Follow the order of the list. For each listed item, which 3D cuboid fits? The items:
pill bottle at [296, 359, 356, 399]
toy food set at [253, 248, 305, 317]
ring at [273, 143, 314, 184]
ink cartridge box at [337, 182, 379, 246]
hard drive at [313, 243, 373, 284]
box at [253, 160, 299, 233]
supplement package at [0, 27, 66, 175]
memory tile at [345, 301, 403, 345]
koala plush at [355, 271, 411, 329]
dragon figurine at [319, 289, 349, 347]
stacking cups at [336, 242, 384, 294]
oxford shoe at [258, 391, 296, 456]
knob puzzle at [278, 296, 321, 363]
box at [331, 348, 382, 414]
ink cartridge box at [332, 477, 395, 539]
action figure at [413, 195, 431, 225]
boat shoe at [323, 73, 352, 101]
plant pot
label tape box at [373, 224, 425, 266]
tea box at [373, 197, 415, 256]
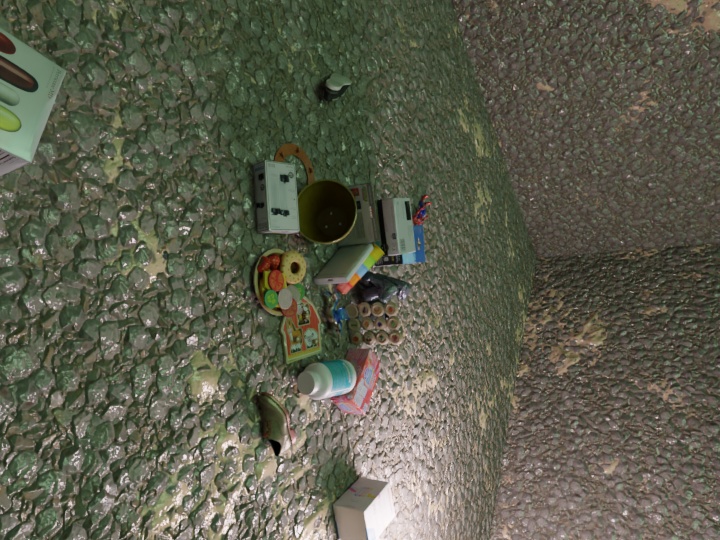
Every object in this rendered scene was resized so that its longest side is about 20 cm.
[{"bbox_3d":[-0.108,0.339,1.620,0.199,0.110,0.112,7,80,-57],"label":"pill bottle"},{"bbox_3d":[-0.232,0.036,1.517,0.199,0.048,0.200,8,78,-56],"label":"toy food set"},{"bbox_3d":[-0.201,-0.299,1.640,0.200,0.019,0.202,11,77,-56],"label":"ring"},{"bbox_3d":[-0.001,-0.194,1.794,0.084,0.174,0.202,-18,101,-56],"label":"ink cartridge box"},{"bbox_3d":[-0.054,-0.023,1.729,0.200,0.131,0.027,-52,128,-46],"label":"hard drive"},{"bbox_3d":[-0.243,-0.208,1.509,0.116,0.060,0.202,-5,90,-47],"label":"box"},{"bbox_3d":[-0.635,-0.290,0.844,0.200,0.146,0.193,31,60,-50],"label":"supplement package"},{"bbox_3d":[0.045,0.184,1.797,0.017,0.198,0.155,-24,108,-64],"label":"memory tile"},{"bbox_3d":[0.055,0.119,1.892,0.177,0.183,0.202,-1,108,-58],"label":"koala plush"},{"bbox_3d":[-0.078,0.158,1.736,0.100,0.058,0.201,-55,129,-44],"label":"dragon figurine"},{"bbox_3d":[0.000,0.000,1.795,0.200,0.060,0.061,-51,135,-6],"label":"stacking cups"},{"bbox_3d":[-0.240,0.428,1.444,0.075,0.070,0.201,-43,121,-44],"label":"oxford shoe"},{"bbox_3d":[-0.176,0.170,1.609,0.219,0.030,0.222,11,76,-56],"label":"knob puzzle"},{"bbox_3d":[-0.013,0.375,1.778,0.103,0.094,0.201,56,43,-37],"label":"box"},{"bbox_3d":[0.021,0.798,1.749,0.200,0.124,0.130,-20,103,-56],"label":"ink cartridge box"},{"bbox_3d":[0.276,-0.258,2.355,0.066,0.051,0.201,61,42,-38],"label":"action figure"},{"bbox_3d":[-0.082,-0.641,1.830,0.200,0.073,0.061,-70,-176,-57],"label":"boat shoe"},{"bbox_3d":[-0.100,-0.172,1.653,0.142,0.198,0.202,45,45,-79],"label":"plant pot"},{"bbox_3d":[0.139,-0.094,1.977,0.063,0.199,0.146,-4,89,-58],"label":"label tape box"},{"bbox_3d":[0.078,-0.153,1.892,0.133,0.195,0.202,-12,96,-57],"label":"tea box"}]
